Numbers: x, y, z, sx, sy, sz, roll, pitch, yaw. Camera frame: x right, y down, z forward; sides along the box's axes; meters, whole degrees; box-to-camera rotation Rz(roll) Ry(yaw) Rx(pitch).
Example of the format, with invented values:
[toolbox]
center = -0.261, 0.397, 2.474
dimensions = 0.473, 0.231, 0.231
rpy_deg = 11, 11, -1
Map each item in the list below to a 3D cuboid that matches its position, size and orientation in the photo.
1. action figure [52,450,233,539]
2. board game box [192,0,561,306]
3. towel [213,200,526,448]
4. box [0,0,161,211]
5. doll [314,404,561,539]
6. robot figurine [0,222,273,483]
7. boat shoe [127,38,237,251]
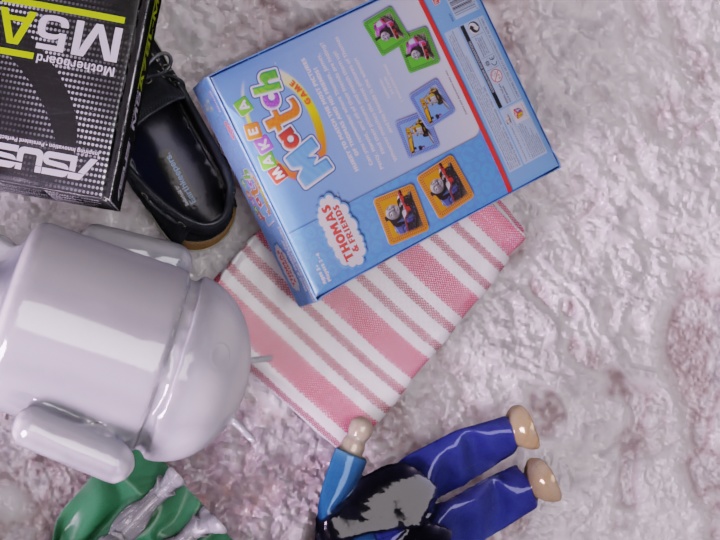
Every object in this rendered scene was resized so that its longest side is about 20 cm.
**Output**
[action figure]
center = -0.171, 0.206, 1.043
dimensions = 0.200, 0.055, 0.118
rpy_deg = -44, 101, -12
[board game box]
center = 0.014, -0.090, 1.091
dimensions = 0.199, 0.037, 0.153
rpy_deg = -28, 94, -25
[towel]
center = 0.000, 0.000, 1.124
dimensions = 0.146, 0.030, 0.200
rpy_deg = 43, 78, -11
[box]
center = -0.221, -0.148, 1.020
dimensions = 0.197, 0.048, 0.196
rpy_deg = 11, 81, 2
[doll]
center = 0.026, 0.155, 1.109
dimensions = 0.198, 0.048, 0.138
rpy_deg = -26, 105, -13
[robot figurine]
center = -0.149, 0.043, 1.019
dimensions = 0.198, 0.113, 0.171
rpy_deg = 20, 54, -8
[boat shoe]
center = -0.139, -0.102, 1.065
dimensions = 0.074, 0.062, 0.201
rpy_deg = -34, 96, -15
